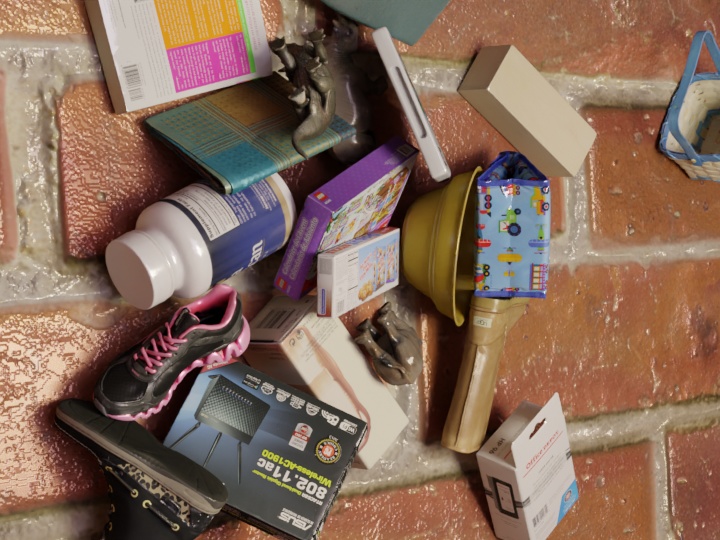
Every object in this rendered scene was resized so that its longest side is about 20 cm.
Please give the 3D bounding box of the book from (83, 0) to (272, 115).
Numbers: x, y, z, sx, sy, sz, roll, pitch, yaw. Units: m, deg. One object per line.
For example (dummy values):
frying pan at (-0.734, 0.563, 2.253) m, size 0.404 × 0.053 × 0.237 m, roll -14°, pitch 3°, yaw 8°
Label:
book at (-0.198, -0.261, 1.546) m, size 0.200 × 0.048 × 0.134 m, roll -20°, pitch 101°, yaw -37°

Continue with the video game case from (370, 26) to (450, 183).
video game case at (0.063, -0.194, 1.669) m, size 0.024 × 0.200 × 0.182 m, roll -23°, pitch 90°, yaw 6°

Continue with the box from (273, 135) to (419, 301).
box at (-0.015, -0.063, 1.616) m, size 0.200 × 0.039 × 0.137 m, roll -38°, pitch 157°, yaw -50°

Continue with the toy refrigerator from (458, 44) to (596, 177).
toy refrigerator at (0.227, -0.215, 1.889) m, size 0.200 × 0.070 × 0.076 m, roll 39°, pitch 72°, yaw -32°

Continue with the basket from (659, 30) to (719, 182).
basket at (0.526, -0.239, 2.092) m, size 0.200 × 0.139 × 0.177 m, roll 40°, pitch 65°, yaw -43°

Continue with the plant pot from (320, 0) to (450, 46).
plant pot at (0.015, -0.415, 1.620) m, size 0.200 × 0.196 × 0.197 m, roll 13°, pitch 61°, yaw -21°

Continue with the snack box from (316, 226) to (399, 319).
snack box at (0.000, 0.000, 1.613) m, size 0.200 × 0.024 × 0.072 m, roll -25°, pitch 118°, yaw -65°

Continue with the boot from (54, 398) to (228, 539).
boot at (-0.257, 0.242, 1.450) m, size 0.203 × 0.073 × 0.154 m, roll 31°, pitch 105°, yaw 5°

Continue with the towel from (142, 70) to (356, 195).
towel at (-0.122, -0.157, 1.559) m, size 0.200 × 0.147 × 0.022 m, roll -28°, pitch 145°, yaw -38°

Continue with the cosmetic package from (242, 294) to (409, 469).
cosmetic package at (-0.045, 0.130, 1.625) m, size 0.087 × 0.103 × 0.200 m, roll -48°, pitch 116°, yaw -29°

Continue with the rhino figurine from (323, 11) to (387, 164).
rhino figurine at (-0.015, -0.222, 1.681) m, size 0.087 × 0.060 × 0.201 m, roll -13°, pitch 95°, yaw -43°

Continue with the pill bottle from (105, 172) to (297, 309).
pill bottle at (-0.175, -0.037, 1.515) m, size 0.200 × 0.111 × 0.111 m, roll -32°, pitch 108°, yaw -36°

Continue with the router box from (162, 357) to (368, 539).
router box at (-0.111, 0.198, 1.524) m, size 0.200 × 0.062 × 0.150 m, roll 24°, pitch 69°, yaw 3°

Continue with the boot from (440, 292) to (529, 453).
boot at (0.160, 0.125, 1.819) m, size 0.175 × 0.066 × 0.201 m, roll -7°, pitch 108°, yaw -66°

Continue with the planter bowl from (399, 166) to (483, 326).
planter bowl at (0.098, -0.035, 1.738) m, size 0.200 × 0.083 × 0.201 m, roll 8°, pitch 90°, yaw -78°

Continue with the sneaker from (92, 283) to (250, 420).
sneaker at (-0.201, 0.079, 1.470) m, size 0.079 × 0.095 × 0.200 m, roll 42°, pitch 58°, yaw 20°

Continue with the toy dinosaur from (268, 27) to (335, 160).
toy dinosaur at (-0.053, -0.203, 1.549) m, size 0.102 × 0.077 × 0.200 m, roll 57°, pitch 12°, yaw -58°

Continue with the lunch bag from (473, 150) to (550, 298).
lunch bag at (0.194, -0.065, 1.787) m, size 0.200 × 0.094 × 0.151 m, roll -70°, pitch 161°, yaw -73°

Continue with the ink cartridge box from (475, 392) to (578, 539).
ink cartridge box at (0.219, 0.256, 1.826) m, size 0.116 × 0.068 × 0.200 m, roll -43°, pitch 134°, yaw -33°

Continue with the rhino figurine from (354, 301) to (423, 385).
rhino figurine at (0.040, 0.087, 1.672) m, size 0.060 × 0.200 × 0.088 m, roll -36°, pitch 94°, yaw 7°
